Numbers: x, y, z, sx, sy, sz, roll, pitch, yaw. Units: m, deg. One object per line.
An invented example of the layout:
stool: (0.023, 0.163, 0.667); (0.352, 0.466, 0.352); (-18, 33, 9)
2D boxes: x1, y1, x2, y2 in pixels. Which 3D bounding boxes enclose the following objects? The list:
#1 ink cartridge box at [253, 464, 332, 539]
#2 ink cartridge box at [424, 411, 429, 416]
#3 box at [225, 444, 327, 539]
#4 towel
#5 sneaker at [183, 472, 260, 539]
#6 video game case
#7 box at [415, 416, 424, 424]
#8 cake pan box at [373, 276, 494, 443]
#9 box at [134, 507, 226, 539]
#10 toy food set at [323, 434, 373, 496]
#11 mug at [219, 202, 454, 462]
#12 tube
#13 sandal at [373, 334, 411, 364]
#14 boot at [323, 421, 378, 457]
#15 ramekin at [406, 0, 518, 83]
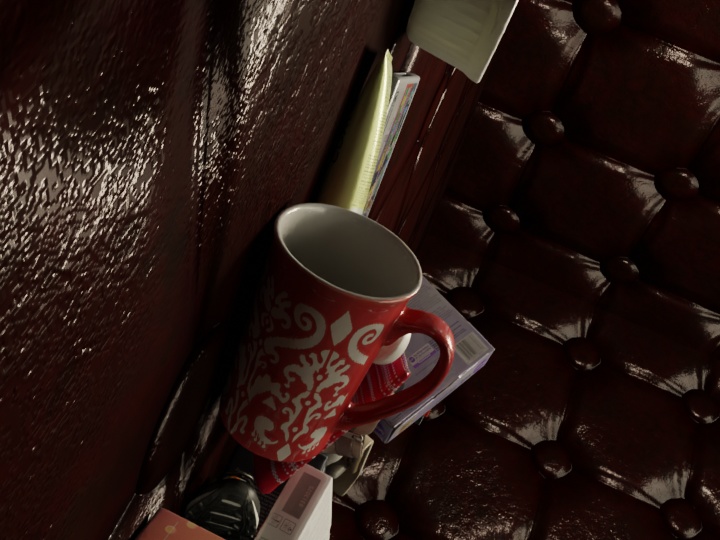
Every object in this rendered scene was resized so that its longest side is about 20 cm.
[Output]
ink cartridge box: (-0.086, 0.325, 1.031); (0.163, 0.050, 0.201); (-58, 166, -34)
ink cartridge box: (0.010, 0.136, 1.259); (0.050, 0.199, 0.109); (-59, 171, -54)
box: (-0.128, 0.310, 1.136); (0.149, 0.106, 0.201); (99, 15, -67)
towel: (-0.039, 0.120, 0.944); (0.200, 0.022, 0.145); (-41, -149, 17)
sneaker: (-0.141, 0.242, 0.975); (0.200, 0.073, 0.080); (116, -10, -63)
video game case: (0.015, -0.138, 1.110); (0.182, 0.023, 0.201); (-48, 159, -74)
box: (0.028, 0.105, 1.310); (0.046, 0.199, 0.160); (-51, 164, -58)
cake pan box: (0.045, 0.091, 1.187); (0.200, 0.184, 0.052); (-34, 161, -32)
box: (-0.116, 0.308, 0.731); (0.152, 0.199, 0.107); (-55, 169, -65)
toy food set: (-0.063, 0.220, 1.223); (0.060, 0.143, 0.200); (-45, 166, -26)
mug: (-0.031, 0.073, 0.809); (0.133, 0.177, 0.201); (-14, 138, -49)
tube: (-0.004, -0.115, 0.908); (0.058, 0.052, 0.201); (31, -75, 50)
sandal: (-0.003, 0.025, 0.935); (0.082, 0.050, 0.203); (-41, -137, 13)
boot: (-0.030, 0.118, 1.072); (0.070, 0.145, 0.201); (-52, 164, -63)
ramekin: (0.125, -0.311, 0.991); (0.200, 0.097, 0.202); (24, 90, -88)
